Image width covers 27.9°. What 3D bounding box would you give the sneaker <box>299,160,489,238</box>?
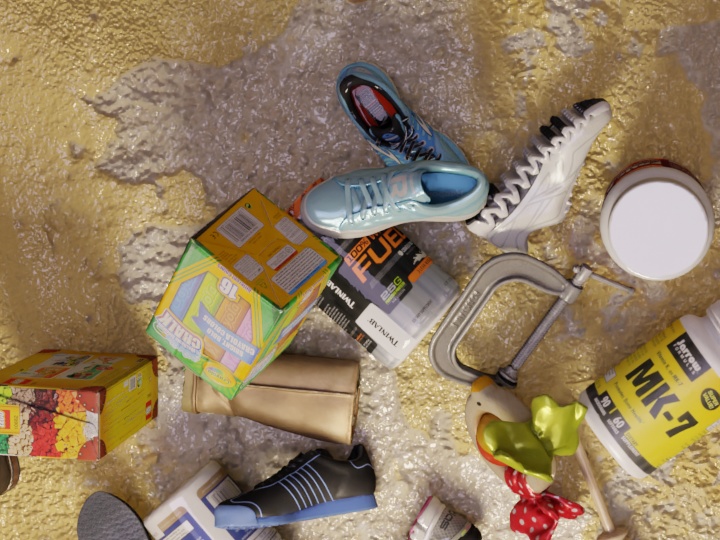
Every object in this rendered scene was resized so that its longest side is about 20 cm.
[{"bbox_3d":[0.036,-0.084,1.499,0.199,0.082,0.074,-10,75,-7],"label":"sneaker"}]

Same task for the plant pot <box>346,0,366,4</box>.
[{"bbox_3d":[-0.030,-0.416,1.498,0.198,0.200,0.201,38,103,11],"label":"plant pot"}]

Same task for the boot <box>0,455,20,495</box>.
[{"bbox_3d":[-0.467,0.179,1.707,0.074,0.097,0.201,-22,94,13],"label":"boot"}]

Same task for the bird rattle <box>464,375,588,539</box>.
[{"bbox_3d":[0.178,0.196,1.579,0.113,0.200,0.163,-35,55,-16],"label":"bird rattle"}]

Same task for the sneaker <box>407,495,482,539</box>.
[{"bbox_3d":[0.082,0.361,1.643,0.087,0.074,0.201,20,97,13],"label":"sneaker"}]

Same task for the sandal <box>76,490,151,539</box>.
[{"bbox_3d":[-0.255,0.343,1.675,0.076,0.043,0.200,-40,82,-4],"label":"sandal"}]

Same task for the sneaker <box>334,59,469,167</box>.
[{"bbox_3d":[0.041,-0.139,1.568,0.200,0.090,0.078,45,103,-2],"label":"sneaker"}]

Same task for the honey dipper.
[{"bbox_3d":[0.259,0.242,1.612,0.038,0.038,0.201,-21,93,13],"label":"honey dipper"}]

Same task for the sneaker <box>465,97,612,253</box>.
[{"bbox_3d":[0.204,-0.101,1.561,0.081,0.075,0.200,40,106,-11],"label":"sneaker"}]

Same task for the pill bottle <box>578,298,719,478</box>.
[{"bbox_3d":[0.341,0.120,1.539,0.200,0.114,0.114,-39,90,13],"label":"pill bottle"}]

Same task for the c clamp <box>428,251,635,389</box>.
[{"bbox_3d":[0.176,0.060,1.579,0.171,0.027,0.200,29,113,-25],"label":"c clamp"}]

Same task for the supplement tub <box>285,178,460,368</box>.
[{"bbox_3d":[0.000,0.000,1.580,0.200,0.123,0.123,41,103,2],"label":"supplement tub"}]

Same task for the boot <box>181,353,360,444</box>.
[{"bbox_3d":[-0.097,0.099,1.647,0.199,0.066,0.176,8,108,9],"label":"boot"}]

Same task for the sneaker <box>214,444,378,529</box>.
[{"bbox_3d":[-0.075,0.242,1.622,0.199,0.070,0.078,-4,79,-30],"label":"sneaker"}]

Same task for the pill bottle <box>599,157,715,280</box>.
[{"bbox_3d":[0.301,-0.052,1.476,0.114,0.200,0.115,1,98,10],"label":"pill bottle"}]

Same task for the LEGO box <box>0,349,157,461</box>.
[{"bbox_3d":[-0.327,0.147,1.623,0.148,0.200,0.078,2,98,11],"label":"LEGO box"}]

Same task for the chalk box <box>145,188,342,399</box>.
[{"bbox_3d":[-0.132,0.040,1.526,0.124,0.124,0.200,37,133,7],"label":"chalk box"}]

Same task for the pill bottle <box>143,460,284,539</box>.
[{"bbox_3d":[-0.145,0.326,1.661,0.111,0.111,0.200,-41,89,13],"label":"pill bottle"}]
